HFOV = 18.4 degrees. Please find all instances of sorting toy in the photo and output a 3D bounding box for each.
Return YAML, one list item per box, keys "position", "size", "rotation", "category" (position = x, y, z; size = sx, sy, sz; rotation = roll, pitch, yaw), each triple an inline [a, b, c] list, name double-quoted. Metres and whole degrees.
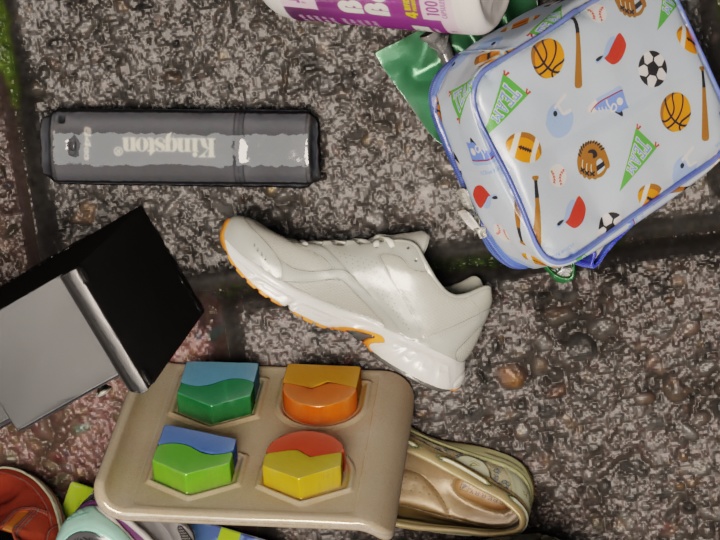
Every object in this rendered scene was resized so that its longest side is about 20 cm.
- position: [-0.067, 0.111, 1.510]
  size: [0.199, 0.185, 0.037]
  rotation: [6, 120, 4]
  category: "sorting toy"

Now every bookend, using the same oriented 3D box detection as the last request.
- position: [-0.227, 0.060, 1.509]
  size: [0.198, 0.200, 0.092]
  rotation: [-29, 98, 11]
  category: "bookend"

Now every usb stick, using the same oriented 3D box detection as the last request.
- position: [-0.124, -0.086, 1.548]
  size: [0.199, 0.033, 0.056]
  rotation: [1, 104, 7]
  category: "usb stick"

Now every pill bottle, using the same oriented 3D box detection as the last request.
- position: [-0.004, -0.217, 1.455]
  size: [0.199, 0.112, 0.113]
  rotation: [7, 104, 19]
  category: "pill bottle"

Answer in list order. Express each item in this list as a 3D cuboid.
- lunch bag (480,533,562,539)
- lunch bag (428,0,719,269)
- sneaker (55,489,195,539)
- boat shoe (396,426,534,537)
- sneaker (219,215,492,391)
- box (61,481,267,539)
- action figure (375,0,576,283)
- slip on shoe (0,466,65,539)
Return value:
- position: [0.069, 0.254, 1.539]
  size: [0.199, 0.168, 0.140]
  rotation: [-9, 90, 10]
  category: "lunch bag"
- position: [0.143, -0.093, 1.448]
  size: [0.200, 0.075, 0.161]
  rotation: [-32, 106, -26]
  category: "lunch bag"
- position: [-0.133, 0.226, 1.525]
  size: [0.077, 0.140, 0.201]
  rotation: [-16, 110, 15]
  category: "sneaker"
- position: [0.025, 0.145, 1.570]
  size: [0.199, 0.063, 0.074]
  rotation: [8, 104, 4]
  category: "boat shoe"
- position: [0.000, 0.000, 1.541]
  size: [0.199, 0.076, 0.092]
  rotation: [28, 97, -9]
  category: "sneaker"
- position: [-0.132, 0.240, 1.589]
  size: [0.199, 0.048, 0.122]
  rotation: [16, 66, 3]
  category: "box"
- position: [0.105, -0.082, 1.516]
  size: [0.118, 0.055, 0.201]
  rotation: [-24, 104, 8]
  category: "action figure"
- position: [-0.244, 0.195, 1.550]
  size: [0.061, 0.200, 0.074]
  rotation: [27, 105, -29]
  category: "slip on shoe"
